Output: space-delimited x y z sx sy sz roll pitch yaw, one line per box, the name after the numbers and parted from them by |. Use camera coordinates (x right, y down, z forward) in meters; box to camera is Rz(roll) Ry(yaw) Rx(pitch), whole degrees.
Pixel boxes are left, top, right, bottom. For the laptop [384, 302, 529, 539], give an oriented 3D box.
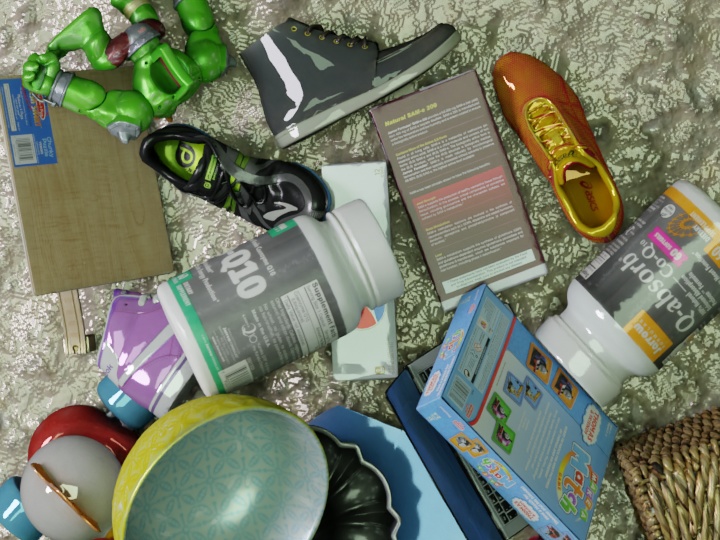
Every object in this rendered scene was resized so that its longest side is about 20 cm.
0.125 0.149 1.546 0.199 0.116 0.188 -31 92 -22 | laptop

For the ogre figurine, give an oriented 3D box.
-0.203 -0.195 1.574 0.120 0.200 0.098 49 135 4 | ogre figurine

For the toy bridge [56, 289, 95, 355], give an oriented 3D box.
-0.274 -0.021 1.615 0.027 0.067 0.203 -3 93 3 | toy bridge

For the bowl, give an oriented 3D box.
-0.138 0.185 1.489 0.198 0.108 0.202 -16 121 -28 | bowl

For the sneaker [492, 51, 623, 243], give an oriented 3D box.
0.188 -0.120 1.584 0.073 0.077 0.201 -33 81 4 | sneaker

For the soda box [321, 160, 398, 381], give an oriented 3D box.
0.000 0.000 1.603 0.063 0.068 0.202 -4 92 1 | soda box

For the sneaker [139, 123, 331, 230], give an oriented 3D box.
-0.119 -0.080 1.578 0.198 0.083 0.071 23 105 18 | sneaker

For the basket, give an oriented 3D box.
0.321 0.207 1.533 0.148 0.200 0.144 -20 91 3 | basket

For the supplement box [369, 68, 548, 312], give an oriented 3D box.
0.092 -0.074 1.600 0.108 0.061 0.202 -19 93 3 | supplement box

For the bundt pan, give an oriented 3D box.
-0.054 0.237 1.580 0.199 0.076 0.204 0 92 10 | bundt pan

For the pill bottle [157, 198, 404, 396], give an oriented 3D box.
-0.069 0.022 1.508 0.199 0.113 0.114 -26 91 -8 | pill bottle

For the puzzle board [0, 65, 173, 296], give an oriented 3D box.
-0.257 -0.086 1.589 0.150 0.017 0.202 -10 88 -38 | puzzle board

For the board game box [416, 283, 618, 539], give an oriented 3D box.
0.146 0.133 1.542 0.036 0.152 0.200 -29 113 39 | board game box

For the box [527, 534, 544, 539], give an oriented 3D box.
0.186 0.359 1.595 0.095 0.100 0.201 -34 90 3 | box

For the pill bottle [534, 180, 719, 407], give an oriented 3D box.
0.262 0.023 1.570 0.200 0.116 0.116 -44 90 3 | pill bottle

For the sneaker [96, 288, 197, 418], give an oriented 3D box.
-0.167 0.027 1.593 0.114 0.073 0.201 35 71 8 | sneaker

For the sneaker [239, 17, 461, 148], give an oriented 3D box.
-0.011 -0.204 1.591 0.199 0.075 0.107 -27 93 4 | sneaker

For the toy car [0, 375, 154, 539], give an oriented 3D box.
-0.242 0.209 1.557 0.177 0.200 0.184 45 94 0 | toy car

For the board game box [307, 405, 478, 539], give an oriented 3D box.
0.016 0.224 1.629 0.198 0.039 0.160 20 95 9 | board game box
